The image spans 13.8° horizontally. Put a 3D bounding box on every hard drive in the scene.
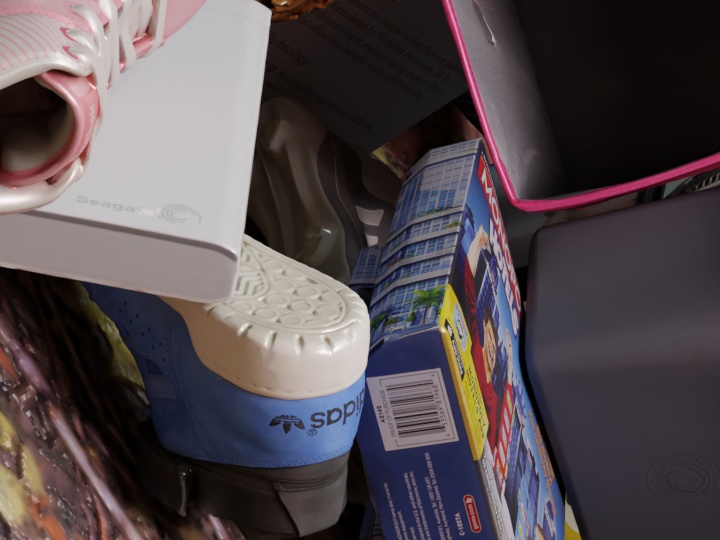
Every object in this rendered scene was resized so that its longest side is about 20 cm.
[{"bbox_3d":[-0.104,-0.059,1.092,0.132,0.026,0.200,10,29,-4],"label":"hard drive"}]

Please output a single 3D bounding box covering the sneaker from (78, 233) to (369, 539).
[{"bbox_3d":[-0.070,0.027,1.100,0.077,0.111,0.200,-20,38,-35],"label":"sneaker"}]

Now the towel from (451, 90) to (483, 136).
[{"bbox_3d":[0.058,-0.108,1.587,0.200,0.024,0.145,46,-5,-11],"label":"towel"}]

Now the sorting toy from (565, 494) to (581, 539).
[{"bbox_3d":[0.102,0.118,1.346,0.180,0.107,0.200,29,38,-35],"label":"sorting toy"}]

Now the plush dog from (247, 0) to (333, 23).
[{"bbox_3d":[-0.069,-0.180,1.226,0.160,0.200,0.172,19,77,-64],"label":"plush dog"}]

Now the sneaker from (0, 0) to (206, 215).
[{"bbox_3d":[-0.101,-0.073,1.016,0.200,0.075,0.105,-23,44,-39],"label":"sneaker"}]

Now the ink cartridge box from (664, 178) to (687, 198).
[{"bbox_3d":[0.173,0.057,1.525,0.200,0.146,0.084,59,19,6],"label":"ink cartridge box"}]

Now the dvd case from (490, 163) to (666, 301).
[{"bbox_3d":[0.076,-0.022,1.421,0.200,0.142,0.018,-63,135,-69],"label":"dvd case"}]

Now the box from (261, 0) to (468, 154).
[{"bbox_3d":[-0.038,-0.183,1.409,0.200,0.131,0.199,27,34,-56],"label":"box"}]

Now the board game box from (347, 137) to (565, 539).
[{"bbox_3d":[0.038,0.060,1.186,0.200,0.062,0.200,-76,154,-60],"label":"board game box"}]

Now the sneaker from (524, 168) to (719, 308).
[{"bbox_3d":[0.144,0.018,1.446,0.099,0.200,0.078,60,31,-10],"label":"sneaker"}]

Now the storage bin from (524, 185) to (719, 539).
[{"bbox_3d":[0.149,0.046,1.240,0.146,0.134,0.200,-84,162,-44],"label":"storage bin"}]

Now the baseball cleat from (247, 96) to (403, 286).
[{"bbox_3d":[0.000,0.000,1.285,0.106,0.070,0.200,25,34,-30],"label":"baseball cleat"}]

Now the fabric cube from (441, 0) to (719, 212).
[{"bbox_3d":[0.139,-0.142,1.264,0.199,0.196,0.200,-3,76,-79],"label":"fabric cube"}]
